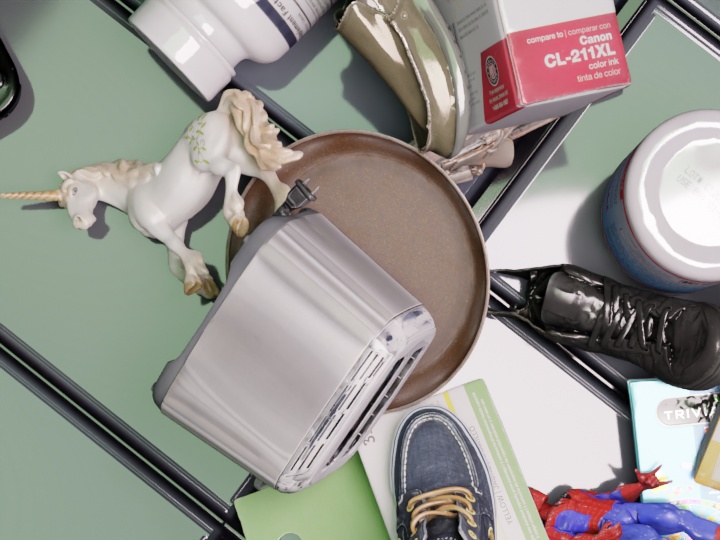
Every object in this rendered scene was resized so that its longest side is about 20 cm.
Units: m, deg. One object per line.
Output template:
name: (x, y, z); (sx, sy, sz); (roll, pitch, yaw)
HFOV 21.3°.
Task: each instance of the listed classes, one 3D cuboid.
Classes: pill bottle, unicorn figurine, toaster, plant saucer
pill bottle: (0.220, -0.041, 1.294); (0.107, 0.200, 0.110); (0, 86, 0)
unicorn figurine: (-0.132, -0.052, 1.353); (0.199, 0.074, 0.138); (-37, 69, 9)
toaster: (-0.038, 0.052, 1.294); (0.129, 0.114, 0.201); (38, 108, 12)
pill bottle: (-0.067, -0.219, 1.354); (0.111, 0.111, 0.200); (45, 87, 3)
plant saucer: (0.000, 0.000, 1.348); (0.198, 0.032, 0.203); (4, 101, 19)

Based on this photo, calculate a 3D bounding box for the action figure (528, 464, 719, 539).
action figure: (0.185, 0.171, 1.302); (0.065, 0.199, 0.052); (-45, 121, -34)

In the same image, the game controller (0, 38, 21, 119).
game controller: (-0.346, -0.118, 1.384); (0.199, 0.042, 0.105); (-29, 86, -2)

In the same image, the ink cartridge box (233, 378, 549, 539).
ink cartridge box: (0.020, 0.178, 1.332); (0.198, 0.048, 0.147); (-20, 62, -3)

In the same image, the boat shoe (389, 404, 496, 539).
boat shoe: (0.057, 0.168, 1.252); (0.070, 0.091, 0.202); (-12, 62, 3)

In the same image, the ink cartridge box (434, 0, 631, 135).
ink cartridge box: (0.098, -0.202, 1.264); (0.082, 0.146, 0.202); (-12, 89, -13)

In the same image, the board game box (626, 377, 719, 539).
board game box: (0.272, 0.170, 1.347); (0.149, 0.047, 0.202); (-6, 85, 7)

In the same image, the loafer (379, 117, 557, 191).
loafer: (0.106, -0.106, 1.368); (0.199, 0.072, 0.063); (-37, 93, -5)

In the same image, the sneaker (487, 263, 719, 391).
sneaker: (0.168, 0.034, 1.310); (0.103, 0.199, 0.061); (16, 90, -24)

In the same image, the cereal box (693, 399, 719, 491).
cereal box: (0.314, 0.078, 1.246); (0.143, 0.040, 0.201); (19, 126, 5)

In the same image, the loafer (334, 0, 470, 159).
loafer: (0.015, -0.165, 1.286); (0.069, 0.075, 0.202); (-21, 91, -13)
